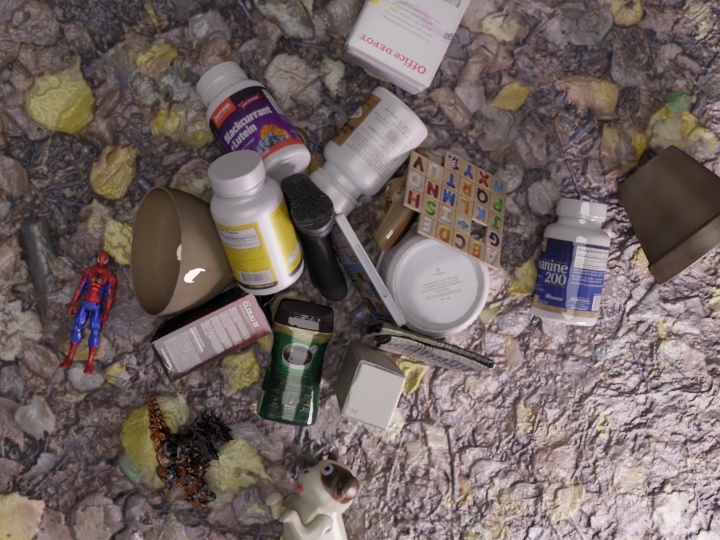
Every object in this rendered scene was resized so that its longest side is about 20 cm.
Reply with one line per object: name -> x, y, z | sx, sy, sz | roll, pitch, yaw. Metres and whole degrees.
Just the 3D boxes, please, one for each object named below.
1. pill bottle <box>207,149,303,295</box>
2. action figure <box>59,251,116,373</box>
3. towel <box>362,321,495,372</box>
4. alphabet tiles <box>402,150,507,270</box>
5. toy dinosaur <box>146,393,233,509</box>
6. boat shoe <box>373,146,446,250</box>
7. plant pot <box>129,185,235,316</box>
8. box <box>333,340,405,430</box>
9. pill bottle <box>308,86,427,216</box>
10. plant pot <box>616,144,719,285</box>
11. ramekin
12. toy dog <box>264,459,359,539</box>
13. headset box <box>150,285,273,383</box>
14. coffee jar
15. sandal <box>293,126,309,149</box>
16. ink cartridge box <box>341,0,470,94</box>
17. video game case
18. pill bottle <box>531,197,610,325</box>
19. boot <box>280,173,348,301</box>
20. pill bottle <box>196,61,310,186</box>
pill bottle -> -0.159, -0.073, 1.368 | 0.110, 0.112, 0.201 | -16, 126, -3
action figure -> -0.444, 0.067, 1.511 | 0.065, 0.052, 0.202 | 14, 92, -2
towel -> 0.104, 0.130, 1.488 | 0.198, 0.193, 0.035 | 19, 82, -6
alphabet tiles -> 0.155, -0.111, 1.486 | 0.199, 0.008, 0.169 | 24, 61, -26
toy dinosaur -> -0.295, 0.300, 1.526 | 0.135, 0.103, 0.201 | -28, 119, 15
boat shoe -> 0.069, -0.118, 1.501 | 0.064, 0.071, 0.201 | 29, 62, 11
plant pot -> -0.267, -0.029, 1.459 | 0.133, 0.199, 0.203 | 1, 96, -36
box -> 0.011, 0.181, 1.479 | 0.077, 0.200, 0.096 | 20, 94, -6
pill bottle -> 0.005, -0.187, 1.486 | 0.114, 0.114, 0.200 | 41, 91, -7
plant pot -> 0.523, -0.104, 1.512 | 0.199, 0.200, 0.174 | -36, 81, 0
ramekin -> 0.124, 0.018, 1.526 | 0.200, 0.094, 0.205 | 0, 95, -5
toy dog -> -0.066, 0.417, 1.531 | 0.192, 0.139, 0.202 | 11, 95, -19
headset box -> -0.226, 0.088, 1.477 | 0.198, 0.149, 0.076 | -26, 100, -1
coffee jar -> -0.106, 0.151, 1.524 | 0.103, 0.085, 0.202 | 11, 95, -4
sandal -> -0.145, -0.144, 1.508 | 0.080, 0.054, 0.201 | 26, 93, -6
ink cartridge box -> 0.078, -0.405, 1.455 | 0.146, 0.146, 0.202 | 26, 93, -7
video game case -> 0.000, 0.000, 1.490 | 0.018, 0.143, 0.201 | -32, 97, -12
pill bottle -> 0.354, -0.016, 1.532 | 0.110, 0.111, 0.202 | 8, 95, -5
boot -> -0.062, -0.030, 1.435 | 0.065, 0.165, 0.202 | -16, 126, -6
pill bottle -> -0.175, -0.228, 1.450 | 0.111, 0.111, 0.201 | -35, 75, 0
